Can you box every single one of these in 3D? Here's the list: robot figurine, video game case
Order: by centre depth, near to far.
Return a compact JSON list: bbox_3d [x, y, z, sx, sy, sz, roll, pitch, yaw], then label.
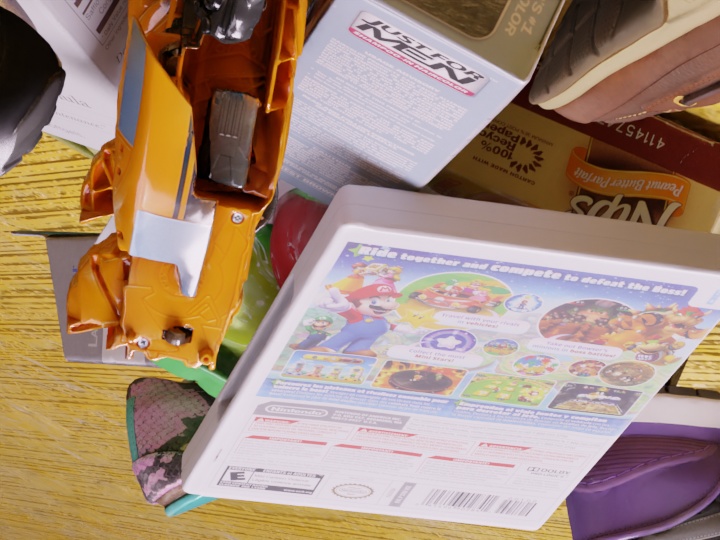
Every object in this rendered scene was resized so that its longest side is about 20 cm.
[{"bbox_3d":[-0.042,-0.083,0.794,0.058,0.201,0.145,8,-155,-6],"label":"robot figurine"},{"bbox_3d":[0.031,0.036,0.983,0.142,0.018,0.200,8,149,-16],"label":"video game case"}]

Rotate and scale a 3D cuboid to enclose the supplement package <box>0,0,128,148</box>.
[{"bbox_3d":[-0.111,-0.133,0.885,0.113,0.110,0.200,18,163,28],"label":"supplement package"}]

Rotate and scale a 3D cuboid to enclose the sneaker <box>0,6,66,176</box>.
[{"bbox_3d":[-0.179,-0.080,0.802,0.199,0.076,0.088,19,157,25],"label":"sneaker"}]

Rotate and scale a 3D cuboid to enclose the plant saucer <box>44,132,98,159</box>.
[{"bbox_3d":[-0.190,-0.139,1.087,0.199,0.048,0.200,29,168,44],"label":"plant saucer"}]

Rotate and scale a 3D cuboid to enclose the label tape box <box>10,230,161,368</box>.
[{"bbox_3d":[-0.056,0.014,1.303,0.143,0.064,0.200,2,179,-31],"label":"label tape box"}]

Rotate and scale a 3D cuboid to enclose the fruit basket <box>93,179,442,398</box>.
[{"bbox_3d":[0.000,0.000,1.062,0.185,0.094,0.200,29,150,-5],"label":"fruit basket"}]

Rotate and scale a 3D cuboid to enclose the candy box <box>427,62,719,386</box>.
[{"bbox_3d":[0.081,-0.013,1.104,0.115,0.056,0.200,25,166,10],"label":"candy box"}]

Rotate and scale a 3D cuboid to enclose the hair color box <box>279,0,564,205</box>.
[{"bbox_3d":[0.022,-0.086,0.871,0.060,0.099,0.200,28,165,-6],"label":"hair color box"}]

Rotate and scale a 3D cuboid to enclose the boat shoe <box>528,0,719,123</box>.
[{"bbox_3d":[0.107,-0.074,0.823,0.067,0.072,0.200,31,162,-10],"label":"boat shoe"}]

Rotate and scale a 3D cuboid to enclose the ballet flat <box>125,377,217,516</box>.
[{"bbox_3d":[-0.008,0.049,1.187,0.199,0.072,0.069,-10,168,-29],"label":"ballet flat"}]

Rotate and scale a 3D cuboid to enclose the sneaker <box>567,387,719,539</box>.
[{"bbox_3d":[0.171,0.103,1.147,0.199,0.088,0.076,4,160,-21],"label":"sneaker"}]
